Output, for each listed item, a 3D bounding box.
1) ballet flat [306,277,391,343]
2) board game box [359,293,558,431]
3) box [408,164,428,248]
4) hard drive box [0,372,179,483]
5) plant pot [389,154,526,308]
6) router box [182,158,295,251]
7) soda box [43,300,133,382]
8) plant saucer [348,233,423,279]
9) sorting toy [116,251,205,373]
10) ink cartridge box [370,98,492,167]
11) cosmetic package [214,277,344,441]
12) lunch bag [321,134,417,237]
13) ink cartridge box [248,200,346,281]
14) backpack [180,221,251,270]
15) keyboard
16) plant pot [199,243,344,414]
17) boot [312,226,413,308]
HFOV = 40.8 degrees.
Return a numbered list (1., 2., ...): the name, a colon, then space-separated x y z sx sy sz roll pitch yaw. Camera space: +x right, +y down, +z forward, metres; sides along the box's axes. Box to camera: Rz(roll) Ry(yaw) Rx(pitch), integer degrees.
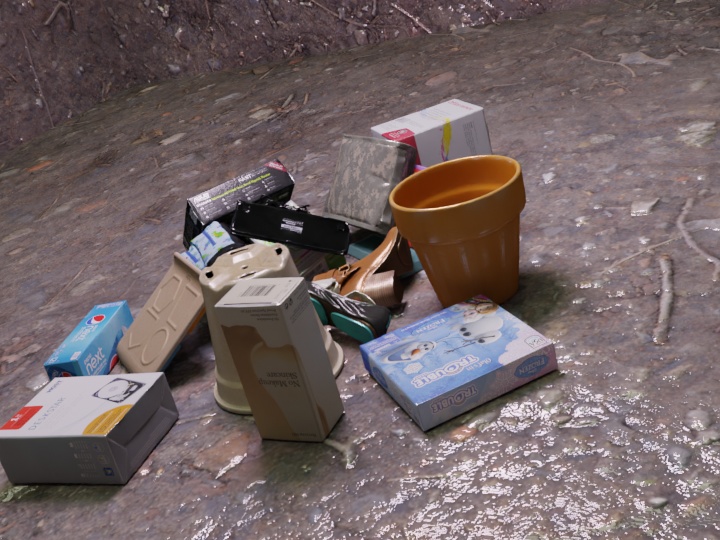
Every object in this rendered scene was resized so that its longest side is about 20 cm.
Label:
1. ballet flat: -0.037 0.055 1.461 0.198 0.069 0.068 23 52 28
2. board game box: 0.125 0.114 1.281 0.198 0.044 0.199 -22 25 -15
3. box: 0.134 -0.093 1.627 0.039 0.139 0.200 10 9 -28
4. hard drive box: -0.378 0.218 1.338 0.197 0.078 0.156 -6 24 23
5. plant pot: 0.160 -0.048 1.444 0.197 0.186 0.201 -14 23 6
6. router box: -0.224 -0.106 1.766 0.198 0.062 0.150 -27 -19 -26
7. soda box: -0.439 0.128 1.592 0.063 0.069 0.201 -8 24 16
8. plant saucer: 0.048 -0.029 1.691 0.069 0.019 0.199 -25 23 -21
9. sorting toy: -0.307 0.082 1.532 0.202 0.036 0.185 -60 31 -2
10. ink cartridge box: 0.147 -0.238 1.931 0.198 0.146 0.145 -21 23 -12
11. cosmetic package: -0.100 0.114 1.227 0.104 0.202 0.071 -4 26 29
12. lunch bag: 0.028 -0.153 1.752 0.116 0.166 0.200 14 4 -25
13. ink cartridge box: -0.126 -0.052 1.678 0.103 0.060 0.200 -38 55 -15
14. backpack: -0.224 -0.001 1.620 0.153 0.163 0.201 -36 36 7
15. keyboard: -0.114 -0.069 1.613 0.197 0.040 0.105 12 47 -3
16. plant pot: -0.141 0.071 1.374 0.197 0.186 0.201 -14 23 6
17. boot: 0.000 0.000 1.568 0.153 0.074 0.201 -13 29 21
